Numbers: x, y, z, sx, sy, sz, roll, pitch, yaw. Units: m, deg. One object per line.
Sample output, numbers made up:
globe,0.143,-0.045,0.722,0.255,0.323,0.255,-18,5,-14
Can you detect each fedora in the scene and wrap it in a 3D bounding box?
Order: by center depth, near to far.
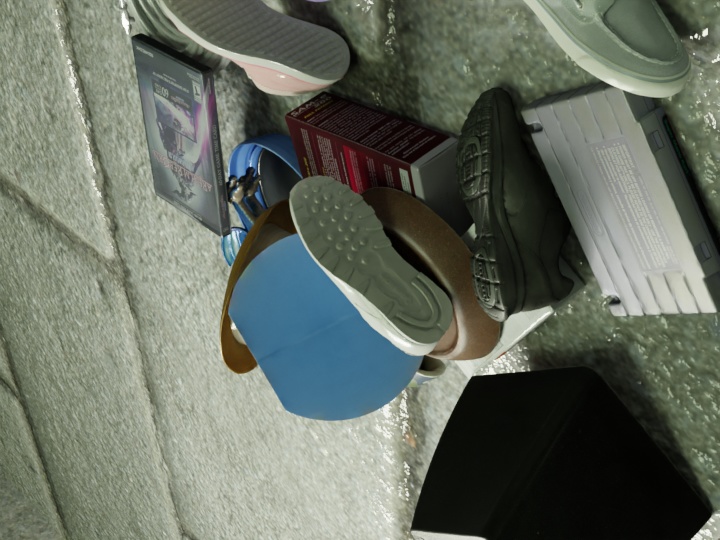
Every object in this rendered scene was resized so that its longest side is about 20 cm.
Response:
fedora,-0.077,0.026,1.338,0.081,0.201,0.201,18,138,15

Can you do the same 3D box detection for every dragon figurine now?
dragon figurine,-0.121,-0.025,1.459,0.099,0.059,0.201,40,143,31

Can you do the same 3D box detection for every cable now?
cable,-0.190,-0.308,1.360,0.200,0.069,0.201,33,143,34

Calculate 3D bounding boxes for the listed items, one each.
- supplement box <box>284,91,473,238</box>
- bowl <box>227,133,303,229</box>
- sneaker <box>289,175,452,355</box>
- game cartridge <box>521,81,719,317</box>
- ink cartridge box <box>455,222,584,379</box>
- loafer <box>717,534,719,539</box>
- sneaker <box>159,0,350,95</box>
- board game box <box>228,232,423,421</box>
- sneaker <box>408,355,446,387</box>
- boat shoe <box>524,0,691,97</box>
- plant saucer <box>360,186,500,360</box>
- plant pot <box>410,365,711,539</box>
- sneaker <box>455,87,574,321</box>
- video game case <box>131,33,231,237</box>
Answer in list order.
supplement box,0.017,-0.098,1.257,0.199,0.061,0.109,26,141,42
bowl,-0.076,-0.065,1.456,0.200,0.039,0.201,38,146,31
sneaker,0.000,0.000,1.187,0.200,0.076,0.081,51,163,7
game cartridge,0.218,-0.056,1.025,0.129,0.038,0.201,-8,111,55
ink cartridge box,0.125,0.023,1.227,0.109,0.050,0.200,51,152,8
loafer,0.336,0.173,1.048,0.071,0.073,0.201,49,147,35
sneaker,-0.116,-0.229,1.249,0.199,0.076,0.105,23,168,-18
board game box,-0.034,0.052,1.265,0.201,0.157,0.039,60,-168,-14
sneaker,0.039,0.036,1.367,0.089,0.067,0.201,-1,114,40
boat shoe,0.165,-0.209,0.914,0.201,0.070,0.072,48,153,20
plant saucer,0.051,0.013,1.232,0.200,0.034,0.201,39,152,26
plant pot,0.168,0.228,1.193,0.200,0.178,0.199,48,154,-15
sneaker,0.138,-0.060,1.106,0.076,0.090,0.202,-172,75,-74
video game case,-0.199,-0.150,1.410,0.143,0.019,0.201,31,135,42
